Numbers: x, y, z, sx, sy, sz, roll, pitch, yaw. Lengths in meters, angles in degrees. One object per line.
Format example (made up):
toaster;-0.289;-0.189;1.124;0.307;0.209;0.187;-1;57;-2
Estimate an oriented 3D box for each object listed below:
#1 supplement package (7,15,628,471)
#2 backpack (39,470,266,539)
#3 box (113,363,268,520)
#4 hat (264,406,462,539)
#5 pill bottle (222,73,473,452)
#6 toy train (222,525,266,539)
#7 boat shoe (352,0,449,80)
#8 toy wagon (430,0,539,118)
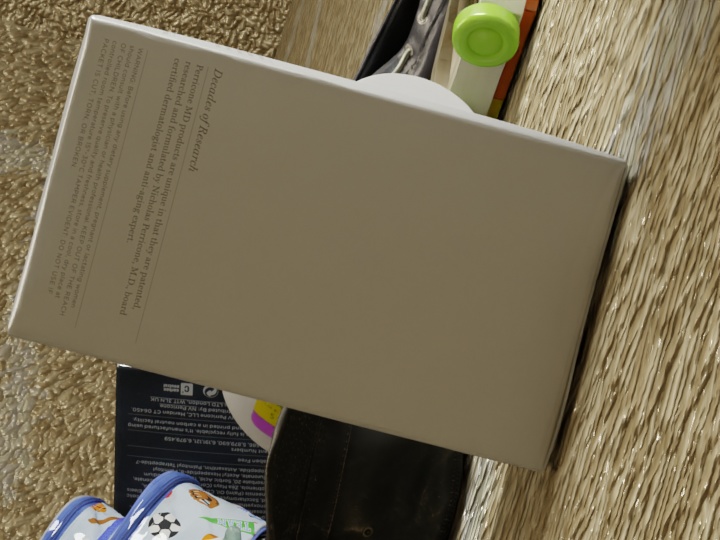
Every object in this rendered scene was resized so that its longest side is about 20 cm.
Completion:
supplement package;-0.018;-0.013;1.068;0.121;0.200;0.120;-129;53;-84
backpack;-0.128;0.215;1.714;0.191;0.154;0.200;-51;-10;-11
box;-0.091;0.096;1.868;0.200;0.124;0.197;-85;-3;-60
hat;0.004;0.089;1.257;0.201;0.081;0.201;12;-90;-87
pill bottle;0.000;0.000;1.390;0.200;0.104;0.104;110;172;-47
toy train;-0.050;0.208;1.535;0.200;0.085;0.114;115;159;-66
boat shoe;0.041;-0.169;1.621;0.073;0.063;0.200;-88;13;-67
toy wagon;0.067;-0.150;1.429;0.155;0.040;0.200;-82;8;-47
